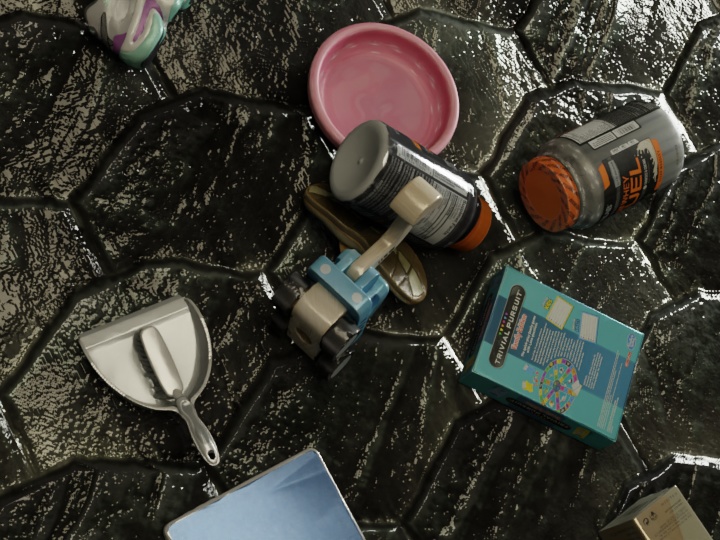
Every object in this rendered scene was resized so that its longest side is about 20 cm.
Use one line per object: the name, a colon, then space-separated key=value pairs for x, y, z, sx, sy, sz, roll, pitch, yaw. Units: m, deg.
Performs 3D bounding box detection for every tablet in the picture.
tablet: x=-0.102 y=0.291 z=1.421 sx=0.199 sy=0.014 sz=0.131 roll=-25 pitch=79 yaw=-27

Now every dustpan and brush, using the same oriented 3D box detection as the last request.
dustpan and brush: x=-0.205 y=0.127 z=1.422 sx=0.139 sy=0.057 sz=0.201 roll=-22 pitch=78 yaw=-26

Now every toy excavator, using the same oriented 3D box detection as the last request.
toy excavator: x=0.000 y=0.000 z=1.466 sx=0.100 sy=0.195 sz=0.200 roll=40 pitch=67 yaw=10

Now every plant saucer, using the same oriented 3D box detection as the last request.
plant saucer: x=0.025 y=-0.214 z=1.647 sx=0.198 sy=0.051 sz=0.203 roll=7 pitch=68 yaw=-17

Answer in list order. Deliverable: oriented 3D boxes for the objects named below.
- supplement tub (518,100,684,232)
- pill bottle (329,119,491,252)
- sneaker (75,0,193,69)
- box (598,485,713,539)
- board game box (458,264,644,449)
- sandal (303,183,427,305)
supplement tub: x=0.307 y=-0.131 z=1.675 sx=0.199 sy=0.123 sz=0.123 roll=-26 pitch=80 yaw=-26
pill bottle: x=0.067 y=-0.091 z=1.561 sx=0.199 sy=0.106 sz=0.107 roll=27 pitch=60 yaw=-35
sneaker: x=-0.272 y=-0.356 z=1.581 sx=0.139 sy=0.078 sz=0.201 roll=32 pitch=62 yaw=-6
box: x=0.378 y=0.362 z=1.521 sx=0.077 sy=0.095 sz=0.201 roll=-29 pitch=80 yaw=-26
board game box: x=0.235 y=0.106 z=1.596 sx=0.199 sy=0.047 sz=0.152 roll=26 pitch=63 yaw=-8
sandal: x=0.003 y=-0.026 z=1.561 sx=0.200 sy=0.054 sz=0.080 roll=42 pitch=32 yaw=17
